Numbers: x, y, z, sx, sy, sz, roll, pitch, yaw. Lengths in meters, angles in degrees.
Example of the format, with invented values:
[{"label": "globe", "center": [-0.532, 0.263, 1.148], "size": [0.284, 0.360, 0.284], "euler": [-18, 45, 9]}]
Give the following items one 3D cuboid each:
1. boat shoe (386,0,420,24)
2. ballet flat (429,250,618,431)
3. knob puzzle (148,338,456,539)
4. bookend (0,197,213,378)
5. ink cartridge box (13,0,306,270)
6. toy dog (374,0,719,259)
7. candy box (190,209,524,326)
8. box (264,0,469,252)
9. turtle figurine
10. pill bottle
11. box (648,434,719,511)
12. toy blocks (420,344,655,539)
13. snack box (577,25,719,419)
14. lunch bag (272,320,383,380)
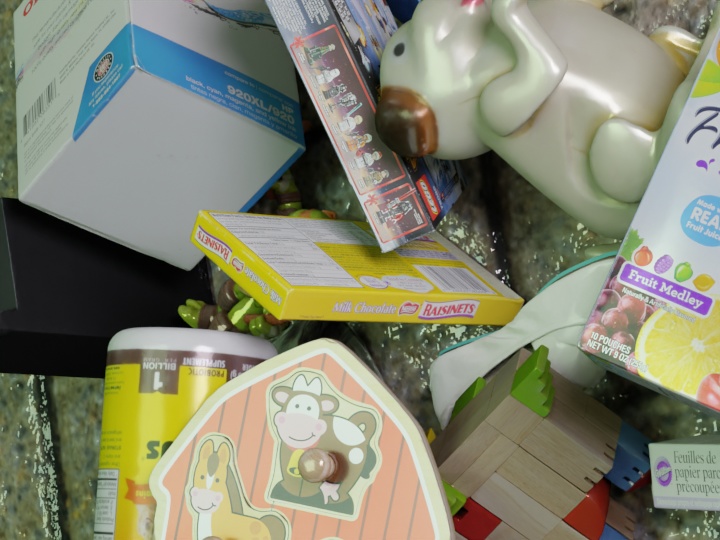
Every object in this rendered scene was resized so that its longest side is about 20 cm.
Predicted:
[{"label": "boat shoe", "center": [0.042, -0.202, 1.542], "size": [0.069, 0.084, 0.200], "euler": [-35, 70, -12]}, {"label": "ballet flat", "center": [0.113, 0.055, 1.434], "size": [0.200, 0.069, 0.070], "euler": [-33, 63, 46]}, {"label": "knob puzzle", "center": [-0.040, 0.137, 1.365], "size": [0.219, 0.030, 0.220], "euler": [-4, 80, 24]}, {"label": "bookend", "center": [-0.218, -0.030, 1.703], "size": [0.092, 0.200, 0.199], "euler": [-26, 68, 42]}, {"label": "ink cartridge box", "center": [-0.143, -0.136, 1.637], "size": [0.147, 0.144, 0.200], "euler": [-44, 37, 33]}, {"label": "toy dog", "center": [0.110, -0.104, 1.381], "size": [0.199, 0.140, 0.194], "euler": [18, 142, 14]}, {"label": "candy box", "center": [0.000, 0.000, 1.466], "size": [0.102, 0.200, 0.026], "euler": [37, 114, 43]}, {"label": "box", "center": [0.001, -0.122, 1.469], "size": [0.040, 0.137, 0.200], "euler": [-23, 98, 16]}, {"label": "turtle figurine", "center": [-0.064, 0.000, 1.620], "size": [0.161, 0.064, 0.200], "euler": [-44, 30, 32]}, {"label": "pill bottle", "center": [-0.110, 0.139, 1.470], "size": [0.109, 0.109, 0.201], "euler": [-4, 81, 46]}, {"label": "box", "center": [0.232, 0.111, 1.288], "size": [0.200, 0.041, 0.039], "euler": [-7, 89, 60]}, {"label": "toy blocks", "center": [0.102, 0.144, 1.402], "size": [0.200, 0.137, 0.100], "euler": [-49, 10, 32]}, {"label": "snack box", "center": [0.218, -0.019, 1.224], "size": [0.142, 0.053, 0.200], "euler": [24, 87, 20]}, {"label": "lunch bag", "center": [-0.056, 0.143, 1.575], "size": [0.164, 0.117, 0.200], "euler": [-42, 51, 34]}]
